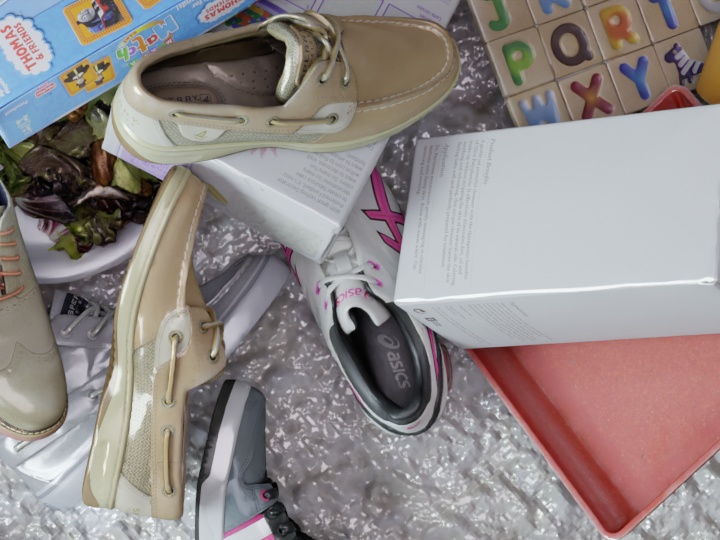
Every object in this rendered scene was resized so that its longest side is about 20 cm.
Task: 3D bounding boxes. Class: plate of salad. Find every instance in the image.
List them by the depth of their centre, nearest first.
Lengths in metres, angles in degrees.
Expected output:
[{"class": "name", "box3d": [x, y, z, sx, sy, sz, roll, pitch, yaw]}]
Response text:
[{"class": "plate of salad", "box3d": [-0.188, -0.093, 1.409, 0.200, 0.048, 0.200, 0, 89, -3]}]

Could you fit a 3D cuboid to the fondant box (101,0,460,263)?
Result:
[{"class": "fondant box", "box3d": [-0.039, -0.125, 1.380, 0.144, 0.058, 0.200, 28, 63, -2]}]

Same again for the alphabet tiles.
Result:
[{"class": "alphabet tiles", "box3d": [0.153, -0.179, 1.419, 0.200, 0.008, 0.167, -21, 91, -19]}]

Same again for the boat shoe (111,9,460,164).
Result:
[{"class": "boat shoe", "box3d": [-0.034, -0.106, 1.305, 0.200, 0.065, 0.072, -10, 71, -18]}]

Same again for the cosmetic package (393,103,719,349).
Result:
[{"class": "cosmetic package", "box3d": [0.127, -0.022, 1.346, 0.200, 0.085, 0.108, -3, 68, 32]}]

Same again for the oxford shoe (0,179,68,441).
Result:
[{"class": "oxford shoe", "box3d": [-0.215, 0.000, 1.340, 0.071, 0.074, 0.200, -27, 87, -31]}]

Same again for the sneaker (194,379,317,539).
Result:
[{"class": "sneaker", "box3d": [-0.035, 0.166, 1.402, 0.121, 0.084, 0.200, 4, 98, 3]}]

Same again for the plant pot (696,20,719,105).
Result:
[{"class": "plant pot", "box3d": [0.291, -0.148, 1.372, 0.200, 0.200, 0.183, 31, 103, -2]}]

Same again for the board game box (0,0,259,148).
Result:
[{"class": "board game box", "box3d": [-0.147, -0.174, 1.346, 0.200, 0.037, 0.151, -31, 56, -10]}]

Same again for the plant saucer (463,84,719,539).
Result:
[{"class": "plant saucer", "box3d": [0.170, 0.025, 1.375, 0.200, 0.037, 0.200, -44, 52, 10]}]

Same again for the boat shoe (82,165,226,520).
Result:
[{"class": "boat shoe", "box3d": [-0.105, 0.041, 1.343, 0.064, 0.071, 0.200, 13, 105, -1]}]

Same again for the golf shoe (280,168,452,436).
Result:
[{"class": "golf shoe", "box3d": [0.000, 0.000, 1.401, 0.073, 0.092, 0.200, -26, 89, 3]}]

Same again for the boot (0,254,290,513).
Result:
[{"class": "boot", "box3d": [-0.139, 0.042, 1.404, 0.200, 0.074, 0.096, -45, 98, -1]}]
